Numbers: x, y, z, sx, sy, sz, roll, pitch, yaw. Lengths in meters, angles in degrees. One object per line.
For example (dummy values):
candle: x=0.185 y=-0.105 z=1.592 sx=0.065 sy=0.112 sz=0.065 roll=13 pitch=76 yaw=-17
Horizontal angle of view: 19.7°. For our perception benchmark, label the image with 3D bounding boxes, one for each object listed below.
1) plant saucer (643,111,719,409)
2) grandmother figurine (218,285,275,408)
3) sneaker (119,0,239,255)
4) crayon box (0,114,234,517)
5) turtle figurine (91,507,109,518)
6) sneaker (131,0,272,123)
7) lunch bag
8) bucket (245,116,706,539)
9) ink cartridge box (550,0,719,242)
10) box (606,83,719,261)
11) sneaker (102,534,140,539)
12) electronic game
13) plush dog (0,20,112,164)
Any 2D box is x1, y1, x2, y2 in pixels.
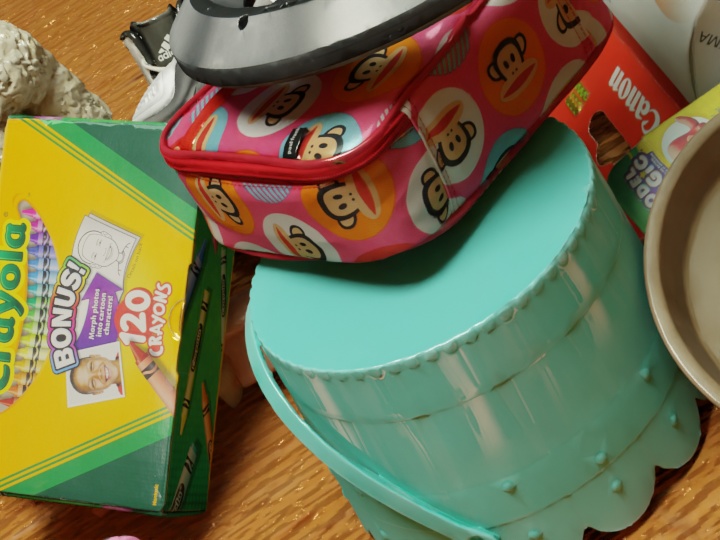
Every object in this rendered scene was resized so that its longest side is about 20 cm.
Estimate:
plant saucer: x=0.227 y=-0.004 z=0.921 sx=0.199 sy=0.029 sz=0.201 roll=-6 pitch=60 yaw=10
grandmother figurine: x=0.000 y=0.000 z=1.131 sx=0.200 sy=0.061 sz=0.121 roll=-32 pitch=57 yaw=4
sneaker: x=-0.108 y=-0.095 z=1.283 sx=0.075 sy=0.116 sz=0.201 roll=-30 pitch=34 yaw=3
crayon box: x=-0.134 y=0.023 z=1.090 sx=0.118 sy=0.058 sz=0.201 roll=4 pitch=86 yaw=20
turtle figurine: x=-0.186 y=0.068 z=1.187 sx=0.199 sy=0.064 sz=0.162 roll=-12 pitch=39 yaw=27
sneaker: x=-0.078 y=-0.046 z=1.145 sx=0.114 sy=0.075 sz=0.200 roll=39 pitch=107 yaw=20
lunch bag: x=0.005 y=-0.091 z=0.988 sx=0.176 sy=0.082 sz=0.200 roll=6 pitch=46 yaw=48
bucket: x=0.053 y=0.030 z=0.983 sx=0.207 sy=0.135 sz=0.208 roll=-22 pitch=34 yaw=15
ink cartridge box: x=0.151 y=-0.140 z=1.097 sx=0.200 sy=0.050 sz=0.162 roll=-62 pitch=27 yaw=22
box: x=0.227 y=-0.056 z=0.993 sx=0.200 sy=0.048 sz=0.117 roll=-33 pitch=58 yaw=-7
sneaker: x=-0.099 y=0.202 z=0.946 sx=0.086 sy=0.080 sz=0.200 roll=-5 pitch=48 yaw=19
electronic game: x=0.003 y=-0.144 z=0.942 sx=0.199 sy=0.042 sz=0.200 roll=-23 pitch=27 yaw=12
plush dog: x=-0.228 y=-0.041 z=1.324 sx=0.172 sy=0.160 sz=0.200 roll=-60 pitch=13 yaw=-14
